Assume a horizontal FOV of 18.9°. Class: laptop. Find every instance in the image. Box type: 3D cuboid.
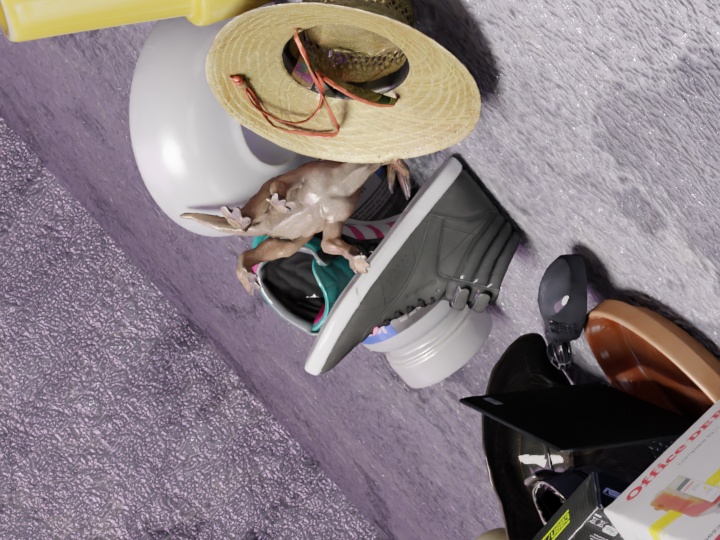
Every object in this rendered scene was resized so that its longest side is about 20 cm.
[{"bbox_3d":[0.198,0.150,1.573,0.200,0.103,0.177,52,169,-20],"label":"laptop"}]

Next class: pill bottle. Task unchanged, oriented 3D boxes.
[{"bbox_3d":[0.020,-0.002,1.876,0.200,0.114,0.114,51,169,-17],"label":"pill bottle"}]

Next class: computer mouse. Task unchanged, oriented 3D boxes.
[{"bbox_3d":[0.148,0.035,1.640,0.200,0.034,0.059,87,-179,-71],"label":"computer mouse"}]

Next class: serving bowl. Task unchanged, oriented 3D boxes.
[{"bbox_3d":[-0.091,-0.126,1.727,0.066,0.200,0.200,3,140,40],"label":"serving bowl"}]

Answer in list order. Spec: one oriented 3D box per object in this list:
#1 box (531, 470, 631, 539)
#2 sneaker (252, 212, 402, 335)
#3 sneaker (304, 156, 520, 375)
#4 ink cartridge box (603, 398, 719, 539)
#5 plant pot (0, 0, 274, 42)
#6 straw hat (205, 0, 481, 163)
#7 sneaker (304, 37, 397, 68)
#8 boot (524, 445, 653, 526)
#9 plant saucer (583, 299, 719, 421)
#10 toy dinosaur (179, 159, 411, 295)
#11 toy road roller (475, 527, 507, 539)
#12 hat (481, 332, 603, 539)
[{"bbox_3d":[0.203,0.257,1.600,0.200,0.193,0.048,24,-144,-18],"label":"box"},{"bbox_3d":[0.000,0.000,1.742,0.199,0.121,0.084,3,119,14],"label":"sneaker"},{"bbox_3d":[0.046,0.020,1.666,0.099,0.200,0.071,38,177,-5],"label":"sneaker"},{"bbox_3d":[0.264,0.151,1.372,0.083,0.145,0.200,52,169,-14],"label":"ink cartridge box"},{"bbox_3d":[-0.170,-0.244,1.447,0.201,0.188,0.201,157,90,-78],"label":"plant pot"},{"bbox_3d":[-0.007,-0.159,1.479,0.200,0.085,0.201,11,152,6],"label":"straw hat"},{"bbox_3d":[-0.019,-0.155,1.622,0.089,0.080,0.200,56,162,-11],"label":"sneaker"},{"bbox_3d":[0.224,0.215,1.690,0.200,0.174,0.069,48,125,7],"label":"boot"},{"bbox_3d":[0.242,0.097,1.571,0.200,0.032,0.200,47,169,12],"label":"plant saucer"},{"bbox_3d":[-0.035,-0.058,1.662,0.200,0.136,0.086,-15,117,35],"label":"toy dinosaur"},{"bbox_3d":[0.207,0.280,1.913,0.123,0.200,0.146,-177,68,-74],"label":"toy road roller"},{"bbox_3d":[0.173,0.140,1.787,0.081,0.201,0.201,-6,137,27],"label":"hat"}]
